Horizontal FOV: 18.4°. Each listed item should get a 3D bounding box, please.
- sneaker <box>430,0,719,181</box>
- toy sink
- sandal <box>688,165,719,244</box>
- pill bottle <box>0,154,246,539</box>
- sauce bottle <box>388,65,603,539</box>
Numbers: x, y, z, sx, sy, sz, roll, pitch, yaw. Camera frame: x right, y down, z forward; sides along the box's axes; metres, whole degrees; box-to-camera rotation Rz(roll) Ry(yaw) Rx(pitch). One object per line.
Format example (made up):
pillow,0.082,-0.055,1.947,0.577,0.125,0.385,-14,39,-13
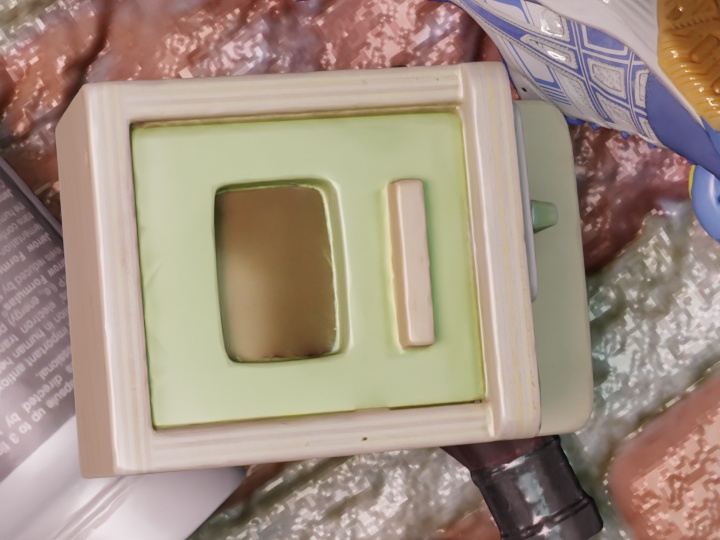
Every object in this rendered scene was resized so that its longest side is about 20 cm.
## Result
sneaker,0.106,-0.085,0.860,0.200,0.088,0.075,46,51,12
toy sink,0.000,0.000,0.782,0.198,0.112,0.131,-3,85,-14
sandal,0.225,-0.016,0.860,0.199,0.087,0.080,14,93,4
pill bottle,-0.143,0.036,0.861,0.114,0.114,0.200,-41,90,3
sauce bottle,0.037,0.020,0.879,0.066,0.066,0.201,-28,90,3
